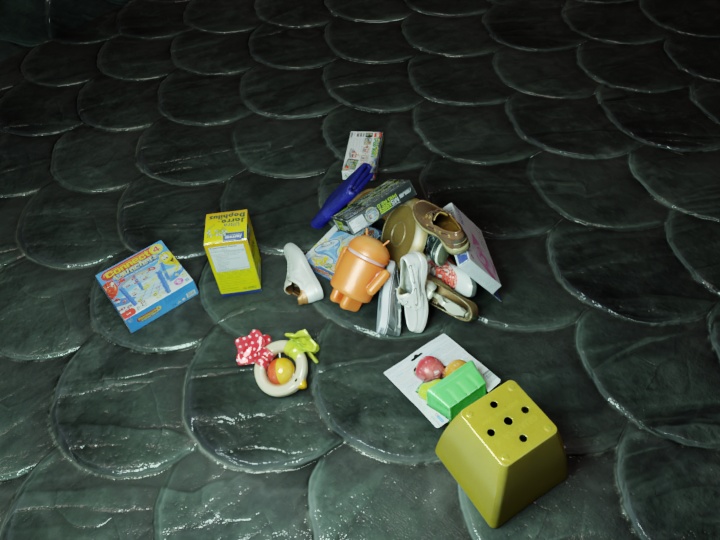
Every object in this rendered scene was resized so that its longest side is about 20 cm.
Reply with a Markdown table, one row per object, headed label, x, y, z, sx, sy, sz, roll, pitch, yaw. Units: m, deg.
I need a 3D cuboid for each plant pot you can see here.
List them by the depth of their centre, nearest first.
| label | x | y | z | sx | sy | sz | roll | pitch | yaw |
| --- | --- | --- | --- | --- | --- | --- | --- | --- | --- |
| plant pot | 0.282 | 0.338 | 1.250 | 0.199 | 0.177 | 0.200 | -27 | 51 | -18 |
| plant pot | 0.106 | -0.092 | 1.645 | 0.027 | 0.201 | 0.201 | 13 | 40 | -30 |

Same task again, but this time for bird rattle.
| label | x | y | z | sx | sy | sz | roll | pitch | yaw |
| --- | --- | --- | --- | --- | --- | --- | --- | --- | --- |
| bird rattle | -0.192 | 0.209 | 1.468 | 0.197 | 0.113 | 0.165 | -9 | 64 | 2 |

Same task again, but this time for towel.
| label | x | y | z | sx | sy | sz | roll | pitch | yaw |
| --- | --- | --- | --- | --- | --- | --- | --- | --- | --- |
| towel | -0.048 | -0.201 | 1.760 | 0.049 | 0.200 | 0.148 | 40 | 48 | -12 |

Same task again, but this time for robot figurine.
| label | x | y | z | sx | sy | sz | roll | pitch | yaw |
| --- | --- | --- | --- | --- | --- | --- | --- | --- | --- |
| robot figurine | 0.002 | 0.001 | 1.576 | 0.116 | 0.202 | 0.144 | 24 | 6 | -12 |

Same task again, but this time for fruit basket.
| label | x | y | z | sx | sy | sz | roll | pitch | yaw |
| --- | --- | --- | --- | --- | --- | --- | --- | --- | --- |
| fruit basket | 0.180 | 0.243 | 1.421 | 0.184 | 0.094 | 0.200 | -30 | 37 | -20 |

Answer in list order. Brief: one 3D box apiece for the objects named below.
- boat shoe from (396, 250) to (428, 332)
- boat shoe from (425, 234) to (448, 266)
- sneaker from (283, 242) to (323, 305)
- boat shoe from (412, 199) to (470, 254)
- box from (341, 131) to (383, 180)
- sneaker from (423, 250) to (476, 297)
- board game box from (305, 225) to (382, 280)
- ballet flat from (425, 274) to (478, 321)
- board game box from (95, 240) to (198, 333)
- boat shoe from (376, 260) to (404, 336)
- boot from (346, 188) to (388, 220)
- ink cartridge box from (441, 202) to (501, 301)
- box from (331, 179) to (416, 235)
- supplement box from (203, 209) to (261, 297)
| label | x | y | z | sx | sy | sz | roll | pitch | yaw |
| --- | --- | --- | --- | --- | --- | --- | --- | --- | --- |
| boat shoe | 0.116 | 0.055 | 1.509 | 0.069 | 0.203 | 0.071 | -12 | 17 | -32 |
| boat shoe | 0.194 | -0.067 | 1.589 | 0.065 | 0.075 | 0.199 | 15 | 28 | 17 |
| sneaker | -0.173 | 0.007 | 1.656 | 0.084 | 0.073 | 0.201 | -21 | 51 | -17 |
| boat shoe | 0.189 | -0.118 | 1.508 | 0.072 | 0.068 | 0.200 | -30 | 45 | -11 |
| box | 0.009 | -0.362 | 1.991 | 0.109 | 0.035 | 0.201 | 3 | 49 | 8 |
| sneaker | 0.200 | 0.011 | 1.597 | 0.107 | 0.068 | 0.202 | -7 | 34 | -24 |
| board game box | -0.045 | -0.058 | 1.727 | 0.134 | 0.035 | 0.200 | 25 | 55 | 25 |
| ballet flat | 0.194 | 0.068 | 1.540 | 0.199 | 0.068 | 0.072 | 32 | 15 | 7 |
| board game box | -0.564 | 0.037 | 1.678 | 0.199 | 0.056 | 0.196 | -33 | 54 | -22 |
| boat shoe | 0.083 | 0.068 | 1.574 | 0.067 | 0.074 | 0.201 | 11 | 54 | -7 |
| boot | 0.073 | -0.156 | 1.777 | 0.198 | 0.077 | 0.156 | -15 | 53 | -30 |
| ink cartridge box | 0.289 | -0.046 | 1.586 | 0.043 | 0.199 | 0.198 | -35 | 43 | 26 |
| box | 0.032 | -0.169 | 1.664 | 0.199 | 0.045 | 0.160 | -34 | 16 | -10 |
| supplement box | -0.323 | -0.042 | 1.629 | 0.107 | 0.201 | 0.110 | -7 | 48 | -2 |
